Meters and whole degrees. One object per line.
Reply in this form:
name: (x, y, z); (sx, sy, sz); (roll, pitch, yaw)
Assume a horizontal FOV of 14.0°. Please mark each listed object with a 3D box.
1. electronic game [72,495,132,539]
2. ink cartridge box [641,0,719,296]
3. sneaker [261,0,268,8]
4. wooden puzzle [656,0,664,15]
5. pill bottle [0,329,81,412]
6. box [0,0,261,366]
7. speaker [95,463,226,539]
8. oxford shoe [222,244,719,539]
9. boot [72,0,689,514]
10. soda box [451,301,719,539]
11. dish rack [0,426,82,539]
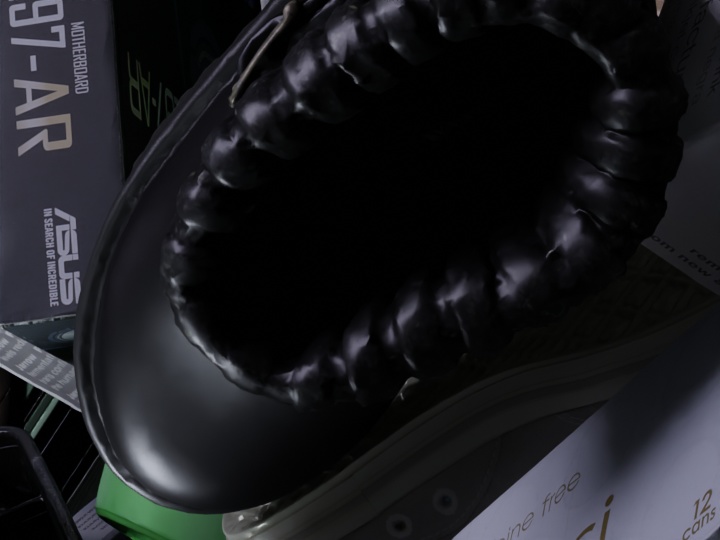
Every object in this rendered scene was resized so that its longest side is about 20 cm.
electronic game: (-0.119, 0.134, 0.983); (0.200, 0.042, 0.200); (-43, -4, -4)
ink cartridge box: (0.141, -0.077, 0.541); (0.200, 0.085, 0.146); (-29, 35, 61)
sneaker: (-0.020, -0.134, 1.200); (0.074, 0.088, 0.200); (-43, 20, 52)
wooden puzzle: (0.089, -0.129, 0.796); (0.185, 0.037, 0.200); (19, 79, 44)
pill bottle: (-0.121, -0.022, 1.082); (0.113, 0.200, 0.113); (-53, 16, 22)
box: (-0.071, -0.044, 0.943); (0.200, 0.044, 0.160); (44, -140, -73)
speaker: (0.000, 0.000, 0.863); (0.200, 0.088, 0.088); (-62, 14, -10)
oxford shoe: (0.055, 0.029, 0.692); (0.200, 0.058, 0.075); (-34, 19, 28)
boot: (-0.007, -0.003, 0.600); (0.211, 0.079, 0.158); (-59, 9, 27)
soda box: (0.042, 0.088, 0.589); (0.200, 0.064, 0.068); (-46, 20, 42)
dish rack: (-0.164, 0.129, 0.821); (0.200, 0.055, 0.153); (-25, 21, -7)
